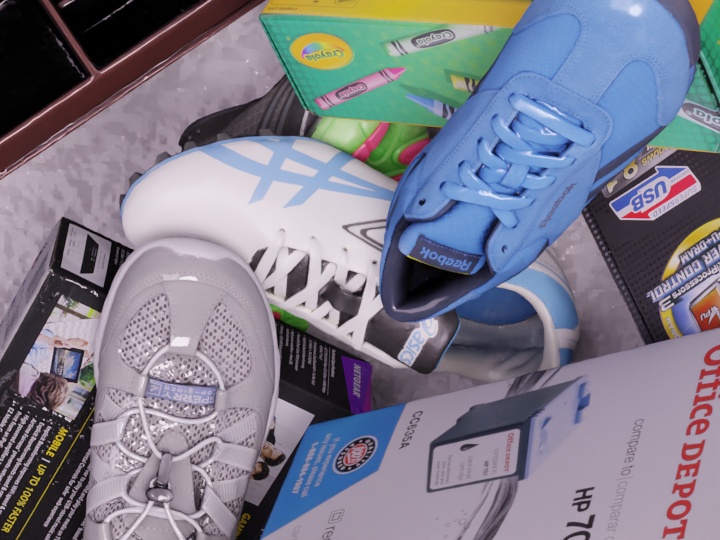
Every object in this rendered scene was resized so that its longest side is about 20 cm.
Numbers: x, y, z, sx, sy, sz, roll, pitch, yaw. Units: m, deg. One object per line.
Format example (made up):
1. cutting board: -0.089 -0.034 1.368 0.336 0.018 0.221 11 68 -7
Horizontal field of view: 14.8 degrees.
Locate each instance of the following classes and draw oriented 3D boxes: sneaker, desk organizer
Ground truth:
1. sneaker: 0.000 0.000 1.112 0.200 0.073 0.072 17 124 -20
2. sneaker: 0.059 -0.039 1.006 0.066 0.079 0.200 36 147 -2
3. sneaker: -0.049 -0.021 1.191 0.200 0.077 0.084 -45 50 21
4. sneaker: -0.071 0.085 1.086 0.074 0.082 0.201 4 111 -5
5. desk organizer: -0.101 -0.124 1.152 0.200 0.077 0.072 -35 80 -4

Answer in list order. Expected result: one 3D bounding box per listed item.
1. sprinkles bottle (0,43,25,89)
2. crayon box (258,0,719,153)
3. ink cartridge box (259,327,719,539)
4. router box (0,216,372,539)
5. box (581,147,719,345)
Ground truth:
1. sprinkles bottle: -0.227 -0.132 1.242 0.200 0.068 0.068 39 106 14
2. crayon box: 0.075 -0.113 1.076 0.200 0.119 0.058 8 141 35
3. ink cartridge box: 0.065 0.108 1.009 0.200 0.147 0.086 -16 117 25
4. router box: -0.106 0.095 1.171 0.149 0.051 0.200 27 116 -13
5. box: 0.182 -0.053 1.074 0.200 0.044 0.160 -35 56 20
